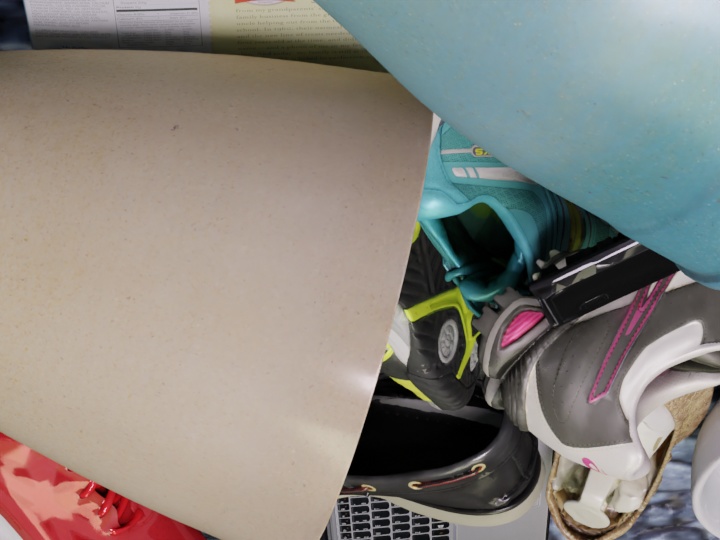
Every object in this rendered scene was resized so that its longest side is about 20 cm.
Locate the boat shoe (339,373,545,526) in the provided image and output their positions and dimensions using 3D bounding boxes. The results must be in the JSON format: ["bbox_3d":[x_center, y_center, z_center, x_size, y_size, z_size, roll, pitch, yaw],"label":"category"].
[{"bbox_3d":[-0.012,0.079,1.239,0.201,0.074,0.063,3,144,23],"label":"boat shoe"}]

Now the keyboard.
[{"bbox_3d":[0.156,-0.030,0.934,0.200,0.021,0.127,-24,168,4],"label":"keyboard"}]

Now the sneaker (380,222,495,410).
[{"bbox_3d":[0.000,0.000,1.132,0.076,0.076,0.200,6,155,30],"label":"sneaker"}]

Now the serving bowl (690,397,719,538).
[{"bbox_3d":[0.259,0.075,1.273,0.200,0.066,0.200,-5,151,-3],"label":"serving bowl"}]

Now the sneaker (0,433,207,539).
[{"bbox_3d":[-0.130,0.091,1.220,0.200,0.078,0.116,33,134,-21],"label":"sneaker"}]

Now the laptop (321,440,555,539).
[{"bbox_3d":[0.010,0.164,1.354,0.200,0.116,0.187,-5,152,-1],"label":"laptop"}]

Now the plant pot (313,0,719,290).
[{"bbox_3d":[0.070,-0.120,0.793,0.188,0.200,0.200,23,144,-15],"label":"plant pot"}]

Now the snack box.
[{"bbox_3d":[-0.024,-0.109,0.948,0.200,0.037,0.116,-2,153,-2],"label":"snack box"}]

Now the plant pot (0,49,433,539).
[{"bbox_3d":[-0.095,-0.005,0.936,0.200,0.188,0.187,14,149,-6],"label":"plant pot"}]

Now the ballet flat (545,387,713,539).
[{"bbox_3d":[0.131,0.083,1.269,0.070,0.065,0.200,20,151,11],"label":"ballet flat"}]

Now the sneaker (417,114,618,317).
[{"bbox_3d":[0.061,-0.014,1.077,0.077,0.080,0.200,-3,153,29],"label":"sneaker"}]

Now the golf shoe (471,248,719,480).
[{"bbox_3d":[0.138,-0.002,1.026,0.200,0.088,0.077,-46,153,-8],"label":"golf shoe"}]
